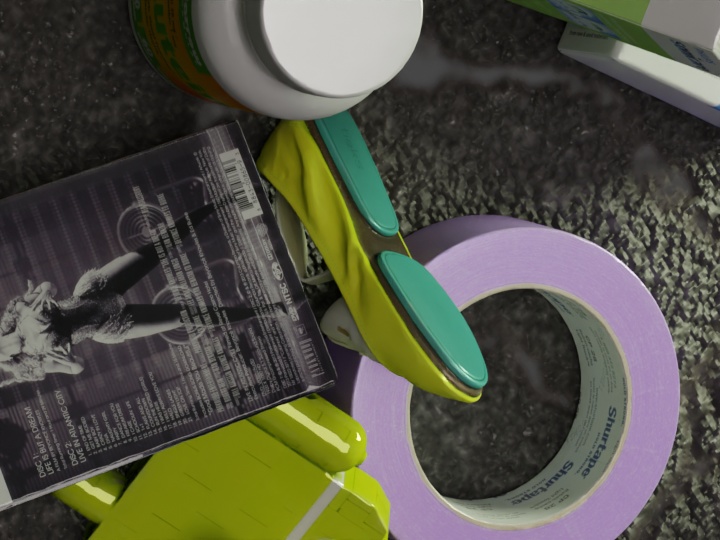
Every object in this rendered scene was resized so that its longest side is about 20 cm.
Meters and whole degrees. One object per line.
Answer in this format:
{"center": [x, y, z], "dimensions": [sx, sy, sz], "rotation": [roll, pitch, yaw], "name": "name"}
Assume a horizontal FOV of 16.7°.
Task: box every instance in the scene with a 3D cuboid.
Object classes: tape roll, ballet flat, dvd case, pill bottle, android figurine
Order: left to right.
{"center": [-0.129, 0.023, 1.258], "dimensions": [0.199, 0.016, 0.149], "rotation": [-20, 82, -15], "name": "dvd case"}
{"center": [-0.067, 0.137, 1.323], "dimensions": [0.200, 0.041, 0.182], "rotation": [36, 110, -10], "name": "android figurine"}
{"center": [-0.042, -0.134, 1.241], "dimensions": [0.110, 0.200, 0.112], "rotation": [-3, 98, -19], "name": "pill bottle"}
{"center": [0.000, 0.000, 1.306], "dimensions": [0.067, 0.201, 0.067], "rotation": [-39, 153, 22], "name": "ballet flat"}
{"center": [0.078, 0.072, 1.387], "dimensions": [0.199, 0.066, 0.201], "rotation": [-3, 99, -19], "name": "tape roll"}

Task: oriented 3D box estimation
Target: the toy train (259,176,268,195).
{"center": [-0.141, -0.004, 1.301], "dimensions": [0.199, 0.056, 0.042], "rotation": [-25, 90, -15], "name": "toy train"}

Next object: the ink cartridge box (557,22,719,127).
{"center": [0.222, -0.187, 1.391], "dimensions": [0.144, 0.084, 0.201], "rotation": [23, 90, -22], "name": "ink cartridge box"}

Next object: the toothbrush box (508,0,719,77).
{"center": [0.134, -0.204, 1.299], "dimensions": [0.146, 0.199, 0.086], "rotation": [-68, 156, -1], "name": "toothbrush box"}
